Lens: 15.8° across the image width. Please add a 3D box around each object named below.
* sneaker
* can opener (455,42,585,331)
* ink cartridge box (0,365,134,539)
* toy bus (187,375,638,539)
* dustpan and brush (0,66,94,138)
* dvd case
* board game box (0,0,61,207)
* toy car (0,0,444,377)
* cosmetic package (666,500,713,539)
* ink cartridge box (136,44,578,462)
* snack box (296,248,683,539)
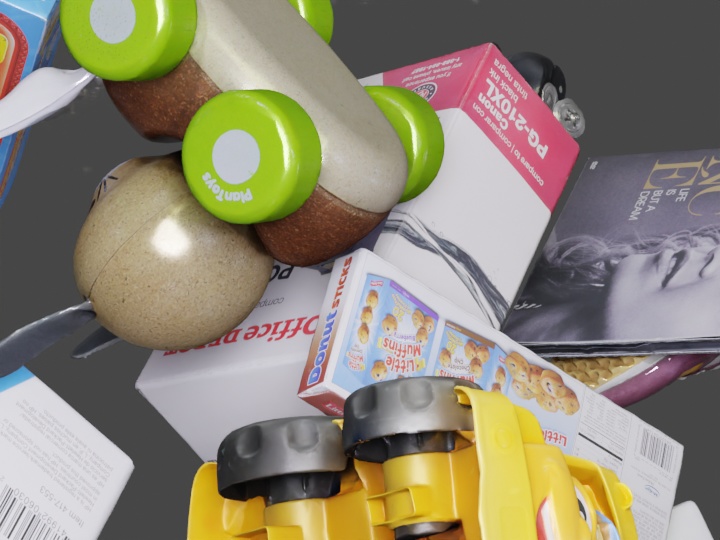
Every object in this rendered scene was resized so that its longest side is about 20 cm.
[{"bbox_3d":[0.192,0.030,1.370,0.199,0.090,0.075,-36,32,-8],"label":"sneaker"},{"bbox_3d":[0.072,-0.034,1.385,0.063,0.078,0.201,39,51,-41],"label":"can opener"},{"bbox_3d":[-0.211,0.127,1.150,0.146,0.086,0.201,43,55,-24],"label":"ink cartridge box"},{"bbox_3d":[0.050,0.127,1.072,0.191,0.200,0.137,7,71,-36],"label":"toy bus"},{"bbox_3d":[-0.208,-0.054,1.178,0.057,0.199,0.140,52,16,-8],"label":"dustpan and brush"},{"bbox_3d":[0.182,-0.013,1.336,0.199,0.016,0.149,-2,41,33],"label":"dvd case"},{"bbox_3d":[-0.247,-0.116,1.237,0.195,0.200,0.056,24,52,-3],"label":"board game box"},{"bbox_3d":[-0.089,-0.030,1.148,0.158,0.200,0.164,48,21,14],"label":"toy car"},{"bbox_3d":[0.074,0.185,1.225,0.199,0.102,0.072,-18,72,-26],"label":"cosmetic package"},{"bbox_3d":[0.000,0.000,1.265,0.084,0.144,0.201,47,52,-28],"label":"ink cartridge box"},{"bbox_3d":[0.063,0.069,1.167,0.199,0.024,0.072,32,58,-26],"label":"snack box"}]
